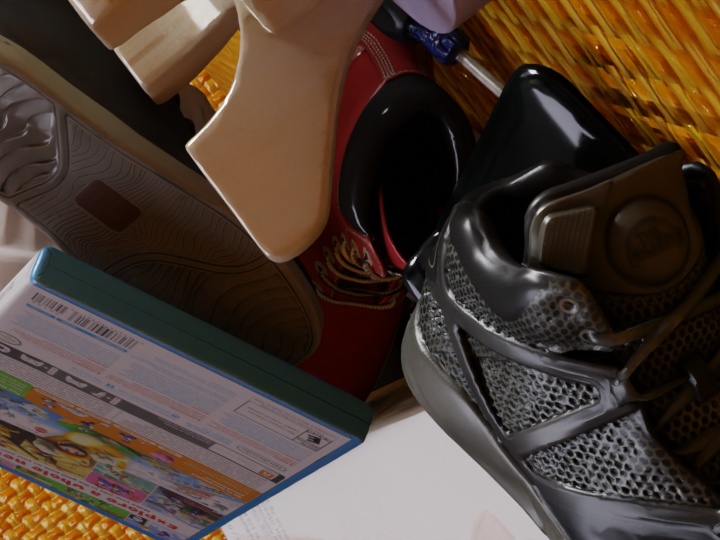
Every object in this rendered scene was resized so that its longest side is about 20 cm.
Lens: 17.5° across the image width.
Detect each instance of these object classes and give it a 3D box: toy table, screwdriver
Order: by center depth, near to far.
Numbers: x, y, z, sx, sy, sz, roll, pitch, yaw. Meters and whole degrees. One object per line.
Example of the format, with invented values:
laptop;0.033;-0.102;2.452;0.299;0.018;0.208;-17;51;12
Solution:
toy table;-0.038;-0.110;0.772;0.184;0.117;0.200;52;178;16
screwdriver;0.045;-0.071;0.842;0.200;0.028;0.029;45;176;39

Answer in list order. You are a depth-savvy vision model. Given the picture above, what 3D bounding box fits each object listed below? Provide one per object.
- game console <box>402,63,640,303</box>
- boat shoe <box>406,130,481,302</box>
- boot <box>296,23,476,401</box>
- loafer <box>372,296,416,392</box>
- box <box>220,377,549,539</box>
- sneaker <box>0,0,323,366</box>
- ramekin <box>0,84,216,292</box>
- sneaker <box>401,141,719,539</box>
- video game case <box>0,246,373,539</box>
game console;0.122;0.031;0.773;0.200;0.116;0.176;48;-153;14
boat shoe;0.042;-0.018;1.043;0.072;0.071;0.200;53;178;-3
boot;0.000;0.000;0.931;0.145;0.072;0.201;-112;26;-57
loafer;0.021;0.044;1.104;0.200;0.071;0.073;43;141;37
box;0.037;0.085;1.002;0.200;0.095;0.078;-26;94;45
sneaker;-0.083;-0.051;0.902;0.200;0.075;0.107;43;-148;-27
ramekin;-0.148;-0.031;1.013;0.200;0.199;0.106;83;-168;-85
sneaker;0.092;0.042;0.656;0.199;0.076;0.115;46;151;26
video game case;-0.098;0.058;0.948;0.143;0.018;0.200;27;152;-15
